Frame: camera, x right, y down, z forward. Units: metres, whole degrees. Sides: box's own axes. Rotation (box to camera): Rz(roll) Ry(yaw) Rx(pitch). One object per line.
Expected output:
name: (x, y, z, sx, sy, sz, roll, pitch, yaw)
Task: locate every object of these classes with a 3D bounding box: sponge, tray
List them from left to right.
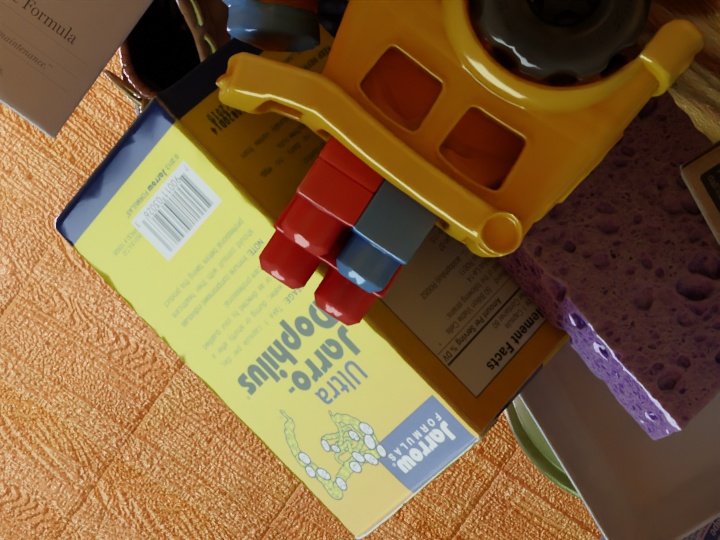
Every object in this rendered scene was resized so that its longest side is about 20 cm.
sponge: (0.104, -0.036, 1.079, 0.200, 0.112, 0.030, 49, 154, -1)
tray: (0.118, 0.028, 1.147, 0.200, 0.107, 0.022, 59, -176, -2)

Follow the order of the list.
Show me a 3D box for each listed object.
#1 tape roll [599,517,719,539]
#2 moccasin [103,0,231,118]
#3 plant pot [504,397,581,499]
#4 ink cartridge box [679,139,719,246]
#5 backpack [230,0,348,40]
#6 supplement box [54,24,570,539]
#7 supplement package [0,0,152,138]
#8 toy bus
tape roll: (0.207, 0.130, 1.210, 0.066, 0.200, 0.200, 43, 177, -20)
moccasin: (-0.099, -0.114, 1.307, 0.074, 0.078, 0.201, 36, 152, 7)
plant pot: (0.159, 0.011, 1.385, 0.200, 0.200, 0.190, 35, 166, 28)
ink cartridge box: (0.225, 0.037, 0.985, 0.200, 0.075, 0.165, 35, -154, -54)
backpack: (0.044, -0.087, 1.218, 0.190, 0.154, 0.200, 24, -178, -27)
supplement box: (-0.016, -0.001, 1.091, 0.200, 0.109, 0.110, 46, 135, 1)
supplement package: (-0.140, -0.181, 1.163, 0.114, 0.200, 0.110, 35, 180, -20)
toy bus: (0.008, -0.084, 0.989, 0.200, 0.192, 0.136, 37, -179, -2)
